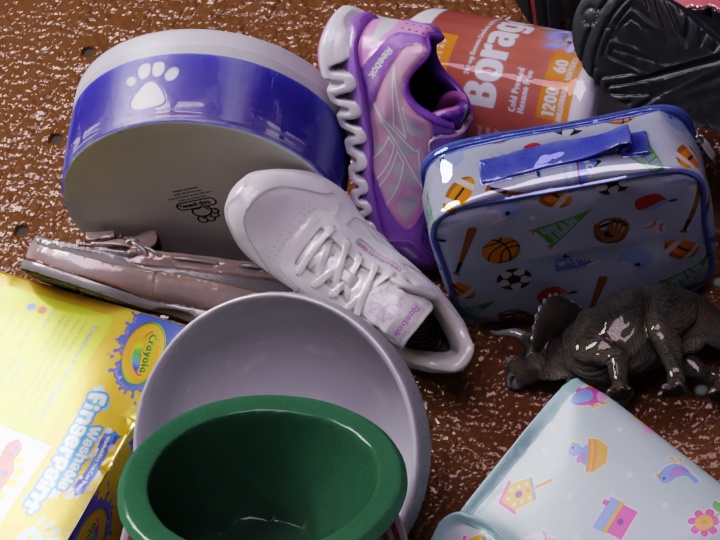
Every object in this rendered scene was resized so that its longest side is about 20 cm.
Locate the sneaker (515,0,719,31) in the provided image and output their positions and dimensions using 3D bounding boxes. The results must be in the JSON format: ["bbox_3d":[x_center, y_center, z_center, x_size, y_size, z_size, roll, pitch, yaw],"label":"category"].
[{"bbox_3d":[0.211,-0.202,1.735,0.199,0.074,0.087,15,45,19],"label":"sneaker"}]

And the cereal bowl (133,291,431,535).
[{"bbox_3d":[-0.044,0.115,1.516,0.198,0.083,0.202,-1,88,17],"label":"cereal bowl"}]

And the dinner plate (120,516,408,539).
[{"bbox_3d":[-0.058,0.194,1.464,0.199,0.024,0.202,0,89,18],"label":"dinner plate"}]

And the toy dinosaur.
[{"bbox_3d":[0.187,0.046,1.541,0.199,0.077,0.103,-16,59,6],"label":"toy dinosaur"}]

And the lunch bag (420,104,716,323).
[{"bbox_3d":[0.143,-0.039,1.561,0.198,0.161,0.076,-11,52,6],"label":"lunch bag"}]

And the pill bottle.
[{"bbox_3d":[0.086,-0.126,1.669,0.199,0.112,0.113,12,58,22],"label":"pill bottle"}]

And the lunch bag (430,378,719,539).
[{"bbox_3d":[0.135,0.196,1.417,0.200,0.122,0.170,-46,57,-8],"label":"lunch bag"}]

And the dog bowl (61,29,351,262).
[{"bbox_3d":[-0.106,-0.075,1.624,0.198,0.201,0.079,-2,55,13],"label":"dog bowl"}]

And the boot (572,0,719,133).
[{"bbox_3d":[0.259,-0.140,1.608,0.199,0.077,0.168,26,19,20],"label":"boot"}]

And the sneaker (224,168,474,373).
[{"bbox_3d":[0.000,0.000,1.541,0.075,0.200,0.100,-55,22,0],"label":"sneaker"}]

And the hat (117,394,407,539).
[{"bbox_3d":[-0.064,0.193,1.431,0.199,0.177,0.166,9,37,19],"label":"hat"}]

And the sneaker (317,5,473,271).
[{"bbox_3d":[0.038,-0.088,1.600,0.088,0.201,0.081,-3,29,24],"label":"sneaker"}]

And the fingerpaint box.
[{"bbox_3d":[-0.220,0.116,1.591,0.166,0.074,0.201,14,59,24],"label":"fingerpaint box"}]

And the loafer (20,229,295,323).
[{"bbox_3d":[-0.135,0.002,1.629,0.199,0.072,0.063,17,85,1],"label":"loafer"}]
